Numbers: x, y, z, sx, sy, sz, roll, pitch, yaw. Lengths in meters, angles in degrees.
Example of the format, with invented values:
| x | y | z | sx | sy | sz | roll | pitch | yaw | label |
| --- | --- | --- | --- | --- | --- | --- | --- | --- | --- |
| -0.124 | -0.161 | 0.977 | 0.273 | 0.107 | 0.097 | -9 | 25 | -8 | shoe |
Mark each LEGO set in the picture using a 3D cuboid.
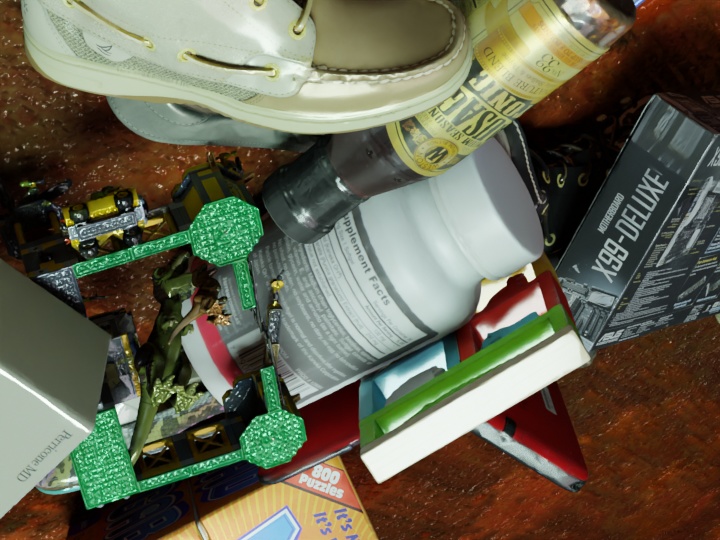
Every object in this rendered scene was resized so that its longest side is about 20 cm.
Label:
| x | y | z | sx | sy | sz | roll | pitch | yaw | label |
| --- | --- | --- | --- | --- | --- | --- | --- | --- | --- |
| -0.113 | 0.018 | 0.796 | 0.153 | 0.116 | 0.201 | -24 | 126 | -6 | LEGO set |

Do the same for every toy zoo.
| x | y | z | sx | sy | sz | roll | pitch | yaw | label |
| --- | --- | --- | --- | --- | --- | --- | --- | --- | --- |
| 0.058 | 0.042 | 0.871 | 0.131 | 0.021 | 0.200 | -31 | -166 | 10 | toy zoo |

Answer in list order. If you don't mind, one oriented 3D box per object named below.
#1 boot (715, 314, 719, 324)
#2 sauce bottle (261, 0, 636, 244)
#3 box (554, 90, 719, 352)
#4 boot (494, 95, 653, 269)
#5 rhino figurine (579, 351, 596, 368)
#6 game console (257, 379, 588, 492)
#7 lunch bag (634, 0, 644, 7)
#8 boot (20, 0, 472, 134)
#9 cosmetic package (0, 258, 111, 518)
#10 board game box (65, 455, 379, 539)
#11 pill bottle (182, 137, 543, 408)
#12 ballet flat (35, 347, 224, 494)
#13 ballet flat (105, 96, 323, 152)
| x | y | z | sx | sy | sz | roll | pitch | yaw | label |
| --- | --- | --- | --- | --- | --- | --- | --- | --- | --- |
| 0.422 | 0.020 | 1.392 | 0.155 | 0.073 | 0.199 | -44 | 148 | 24 | boot |
| 0.036 | -0.081 | 0.717 | 0.200 | 0.066 | 0.066 | -38 | 152 | 29 | sauce bottle |
| 0.214 | -0.036 | 0.969 | 0.199 | 0.050 | 0.159 | -10 | 133 | -50 | box |
| 0.132 | -0.066 | 0.967 | 0.150 | 0.073 | 0.201 | -31 | 145 | -9 | boot |
| 0.143 | 0.028 | 1.106 | 0.200 | 0.060 | 0.087 | -38 | 132 | 17 | rhino figurine |
| 0.039 | 0.098 | 0.992 | 0.119 | 0.172 | 0.200 | -56 | -170 | 14 | game console |
| 0.084 | -0.169 | 0.744 | 0.160 | 0.076 | 0.199 | -38 | 151 | 20 | lunch bag |
| -0.048 | -0.134 | 0.613 | 0.198 | 0.073 | 0.155 | 6 | 145 | 2 | boot |
| -0.220 | 0.024 | 0.666 | 0.200 | 0.073 | 0.103 | 37 | 115 | -22 | cosmetic package |
| -0.077 | 0.242 | 1.058 | 0.199 | 0.201 | 0.200 | -26 | -174 | -7 | board game box |
| 0.000 | 0.000 | 0.868 | 0.199 | 0.112 | 0.110 | -28 | 155 | 21 | pill bottle |
| -0.126 | 0.072 | 0.965 | 0.199 | 0.069 | 0.072 | -21 | 134 | -25 | ballet flat |
| -0.044 | -0.091 | 0.779 | 0.199 | 0.068 | 0.063 | 2 | 166 | -45 | ballet flat |
